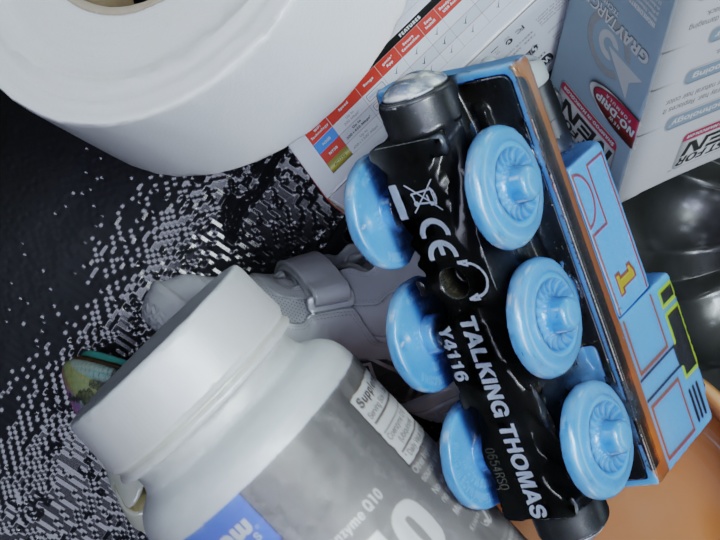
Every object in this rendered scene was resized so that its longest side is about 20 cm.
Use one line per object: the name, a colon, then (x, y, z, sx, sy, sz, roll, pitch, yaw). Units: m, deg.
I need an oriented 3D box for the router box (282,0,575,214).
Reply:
router box: (0.023, -0.151, 0.868, 0.200, 0.049, 0.180, -42, 59, 11)

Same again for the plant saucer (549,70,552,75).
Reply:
plant saucer: (0.069, -0.136, 0.931, 0.199, 0.039, 0.203, 0, 102, 0)

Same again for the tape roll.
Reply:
tape roll: (-0.075, -0.146, 0.850, 0.201, 0.071, 0.205, -9, 71, 28)

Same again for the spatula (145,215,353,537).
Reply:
spatula: (-0.047, 0.056, 0.978, 0.056, 0.021, 0.201, 33, 97, 17)

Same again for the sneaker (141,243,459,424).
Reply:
sneaker: (0.000, 0.000, 0.923, 0.198, 0.075, 0.116, 13, 98, -29)

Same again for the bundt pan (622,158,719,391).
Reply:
bundt pan: (0.203, -0.027, 0.899, 0.200, 0.076, 0.204, -4, 82, 33)

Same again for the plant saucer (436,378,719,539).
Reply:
plant saucer: (0.104, 0.134, 0.877, 0.199, 0.037, 0.202, -11, 73, 38)

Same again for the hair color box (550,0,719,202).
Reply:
hair color box: (0.141, -0.127, 0.785, 0.098, 0.061, 0.201, -22, 146, -24)

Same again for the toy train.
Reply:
toy train: (0.066, 0.007, 0.796, 0.086, 0.114, 0.202, -10, 109, 38)

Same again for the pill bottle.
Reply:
pill bottle: (-0.017, 0.102, 0.824, 0.114, 0.114, 0.200, -43, 96, 8)

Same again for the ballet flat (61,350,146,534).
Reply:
ballet flat: (-0.066, 0.095, 0.928, 0.198, 0.069, 0.072, 17, 67, 21)
